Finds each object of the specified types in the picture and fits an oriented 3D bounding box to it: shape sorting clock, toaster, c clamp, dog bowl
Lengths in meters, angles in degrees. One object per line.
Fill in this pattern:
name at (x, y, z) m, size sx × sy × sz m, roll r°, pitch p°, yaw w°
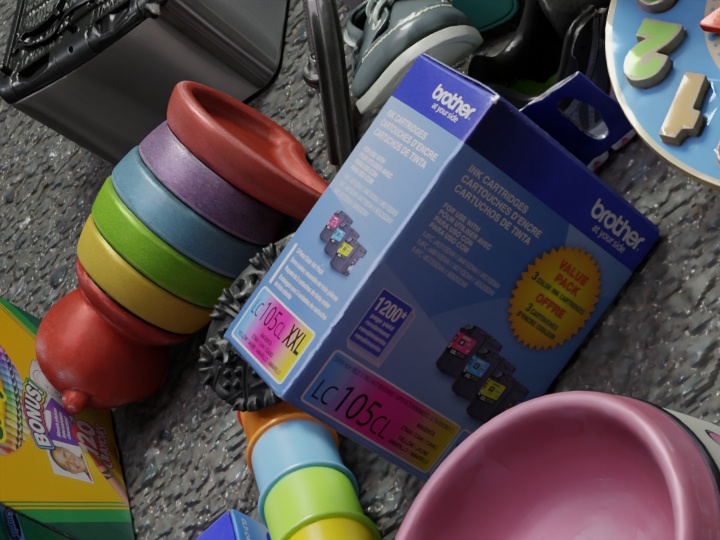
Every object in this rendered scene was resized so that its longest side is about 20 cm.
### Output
shape sorting clock at (0.206, -0.120, 0.826) m, size 0.199 × 0.039 × 0.201 m, roll -11°, pitch 63°, yaw 21°
toaster at (-0.147, -0.184, 1.261) m, size 0.180 × 0.119 × 0.201 m, roll -26°, pitch 45°, yaw 36°
c clamp at (-0.021, -0.144, 1.046) m, size 0.027 × 0.200 × 0.171 m, roll -12°, pitch 47°, yaw -4°
dog bowl at (0.089, 0.140, 0.774) m, size 0.200 × 0.074 × 0.201 m, roll -30°, pitch 43°, yaw 32°

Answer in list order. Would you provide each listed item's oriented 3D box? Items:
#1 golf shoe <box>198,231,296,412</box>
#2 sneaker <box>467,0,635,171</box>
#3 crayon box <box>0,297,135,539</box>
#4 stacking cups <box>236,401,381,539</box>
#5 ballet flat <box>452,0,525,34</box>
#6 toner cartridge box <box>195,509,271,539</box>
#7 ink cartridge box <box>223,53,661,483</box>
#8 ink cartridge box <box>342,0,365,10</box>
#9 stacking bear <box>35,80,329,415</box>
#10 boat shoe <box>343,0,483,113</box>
golf shoe at (0.000, 0.000, 0.982) m, size 0.200 × 0.094 × 0.078 m, roll -46°, pitch 74°, yaw 4°
sneaker at (0.132, -0.128, 0.918) m, size 0.200 × 0.087 × 0.074 m, roll -42°, pitch 38°, yaw 19°
crayon box at (-0.208, 0.105, 1.109) m, size 0.058 × 0.119 × 0.200 m, roll -43°, pitch 38°, yaw 18°
stacking cups at (-0.027, 0.104, 0.956) m, size 0.060 × 0.060 × 0.200 m, roll -43°, pitch 35°, yaw 18°
ballet flat at (0.091, -0.182, 1.035) m, size 0.200 × 0.073 × 0.073 m, roll -17°, pitch 51°, yaw 49°
toner cartridge box at (-0.112, 0.225, 0.970) m, size 0.200 × 0.043 × 0.095 m, roll -43°, pitch 39°, yaw 19°
ink cartridge box at (0.049, -0.007, 0.880) m, size 0.200 × 0.136 × 0.076 m, roll -56°, pitch 37°, yaw 2°
ink cartridge box at (-0.059, -0.255, 1.143) m, size 0.050 × 0.200 × 0.161 m, roll -44°, pitch 37°, yaw 17°
stacking bear at (-0.120, -0.003, 1.106) m, size 0.200 × 0.114 × 0.122 m, roll -53°, pitch 35°, yaw 12°
boat shoe at (0.018, -0.126, 0.984) m, size 0.073 × 0.062 × 0.200 m, roll -29°, pitch 3°, yaw 1°
